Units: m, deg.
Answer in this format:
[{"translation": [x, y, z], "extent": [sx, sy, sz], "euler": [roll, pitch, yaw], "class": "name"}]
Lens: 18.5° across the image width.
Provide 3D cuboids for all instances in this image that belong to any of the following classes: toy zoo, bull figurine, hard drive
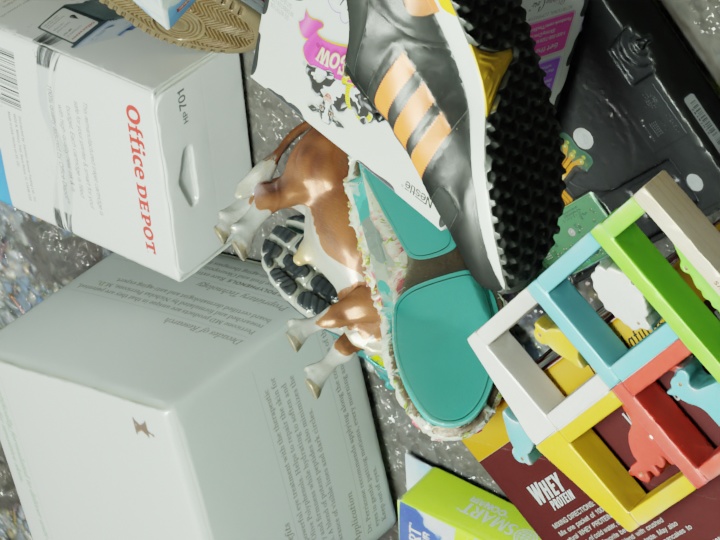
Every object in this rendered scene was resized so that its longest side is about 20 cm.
[{"translation": [0.132, 0.050, 1.084], "extent": [0.131, 0.020, 0.200], "euler": [49, 141, 4], "class": "toy zoo"}, {"translation": [0.000, 0.000, 1.310], "extent": [0.200, 0.121, 0.065], "euler": [57, 170, 24], "class": "bull figurine"}, {"translation": [0.114, -0.069, 1.213], "extent": [0.140, 0.038, 0.200], "euler": [55, 141, -2], "class": "hard drive"}]

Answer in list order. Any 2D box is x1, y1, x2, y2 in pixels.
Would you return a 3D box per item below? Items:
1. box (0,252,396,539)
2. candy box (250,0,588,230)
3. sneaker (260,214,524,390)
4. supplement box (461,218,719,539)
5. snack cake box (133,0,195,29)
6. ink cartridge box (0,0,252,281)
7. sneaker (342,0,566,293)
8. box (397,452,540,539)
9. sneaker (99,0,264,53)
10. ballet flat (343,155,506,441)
[{"translation": [-0.115, 0.113, 1.477], "extent": [0.200, 0.171, 0.199], "euler": [13, 127, 39], "class": "box"}, {"translation": [0.033, -0.151, 1.160], "extent": [0.168, 0.071, 0.200], "euler": [39, 132, 33], "class": "candy box"}, {"translation": [0.016, 0.040, 1.372], "extent": [0.200, 0.077, 0.080], "euler": [38, 151, 20], "class": "sneaker"}, {"translation": [0.198, 0.095, 1.176], "extent": [0.200, 0.133, 0.197], "euler": [51, 142, 2], "class": "supplement box"}, {"translation": [-0.146, -0.249, 1.255], "extent": [0.200, 0.115, 0.067], "euler": [42, 171, 8], "class": "snack cake box"}, {"translation": [-0.171, -0.100, 1.439], "extent": [0.200, 0.086, 0.147], "euler": [22, 133, 31], "class": "ink cartridge box"}, {"translation": [0.037, -0.086, 1.078], "extent": [0.090, 0.070, 0.200], "euler": [-1, 110, 38], "class": "sneaker"}, {"translation": [0.098, 0.211, 1.439], "extent": [0.200, 0.048, 0.122], "euler": [24, 133, 30], "class": "box"}, {"translation": [-0.137, -0.214, 1.342], "extent": [0.200, 0.113, 0.071], "euler": [24, 144, -13], "class": "sneaker"}, {"translation": [0.039, 0.013, 1.223], "extent": [0.064, 0.076, 0.200], "euler": [83, 176, -60], "class": "ballet flat"}]
